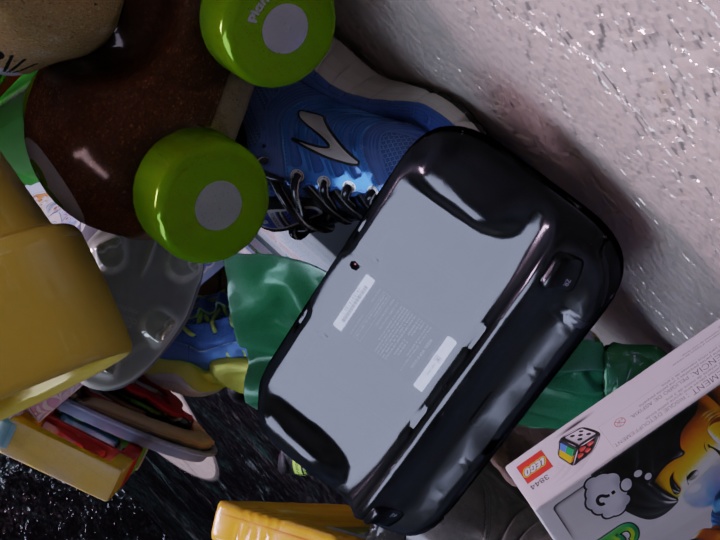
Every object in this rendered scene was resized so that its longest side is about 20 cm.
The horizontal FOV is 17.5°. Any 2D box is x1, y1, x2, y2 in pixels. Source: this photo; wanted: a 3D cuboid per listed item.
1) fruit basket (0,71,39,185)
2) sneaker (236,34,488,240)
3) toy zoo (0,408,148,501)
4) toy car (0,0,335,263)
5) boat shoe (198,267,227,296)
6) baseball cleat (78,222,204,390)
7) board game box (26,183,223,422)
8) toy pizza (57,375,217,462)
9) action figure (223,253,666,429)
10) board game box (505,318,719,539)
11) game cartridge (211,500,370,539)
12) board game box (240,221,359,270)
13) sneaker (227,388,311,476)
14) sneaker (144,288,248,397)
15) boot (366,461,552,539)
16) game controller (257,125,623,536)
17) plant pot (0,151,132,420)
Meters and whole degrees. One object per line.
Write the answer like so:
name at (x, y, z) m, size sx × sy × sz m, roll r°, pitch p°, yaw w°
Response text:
fruit basket at (-0.212, -0.156, 1.160) m, size 0.216 × 0.155 × 0.216 m, roll 52°, pitch -162°, yaw -24°
sneaker at (-0.003, -0.040, 1.045) m, size 0.200 × 0.089 × 0.079 m, roll 32°, pitch 161°, yaw 38°
toy zoo at (-0.187, 0.084, 1.301) m, size 0.131 × 0.021 × 0.200 m, roll 27°, pitch -179°, yaw -1°
toy car at (-0.142, -0.108, 0.996) m, size 0.199 × 0.159 × 0.164 m, roll 16°, pitch -170°, yaw -33°
boat shoe at (-0.097, -0.019, 1.436) m, size 0.199 × 0.067 × 0.074 m, roll 26°, pitch 139°, yaw -1°
baseball cleat at (-0.114, -0.031, 1.230) m, size 0.069 × 0.201 × 0.106 m, roll 22°, pitch 168°, yaw -16°
board game box at (-0.161, -0.027, 1.332) m, size 0.199 × 0.200 × 0.044 m, roll 31°, pitch 156°, yaw 50°
toy pizza at (-0.172, 0.058, 1.415) m, size 0.199 × 0.032 × 0.200 m, roll 27°, pitch -178°, yaw -1°
action figure at (0.043, 0.036, 1.051) m, size 0.199 × 0.055 × 0.118 m, roll 9°, pitch 147°, yaw 15°
board game box at (0.155, 0.113, 0.913) m, size 0.200 × 0.126 × 0.035 m, roll 55°, pitch -179°, yaw -33°
game cartridge at (0.040, 0.171, 1.357) m, size 0.199 × 0.033 × 0.176 m, roll 16°, pitch -178°, yaw 28°
board game box at (0.000, 0.000, 1.211) m, size 0.147 × 0.064 × 0.200 m, roll 42°, pitch 165°, yaw 20°
sneaker at (-0.010, 0.116, 1.532) m, size 0.199 × 0.083 × 0.071 m, roll 40°, pitch 165°, yaw 27°
sneaker at (-0.058, 0.027, 1.375) m, size 0.199 × 0.076 × 0.106 m, roll 18°, pitch 119°, yaw 9°
boot at (0.082, 0.140, 1.323) m, size 0.130 × 0.068 × 0.200 m, roll 16°, pitch -171°, yaw 8°
game controller at (0.028, 0.030, 0.994) m, size 0.104 × 0.042 × 0.200 m, roll 42°, pitch 129°, yaw 10°
plant pot at (-0.229, -0.009, 1.051) m, size 0.190 × 0.200 × 0.201 m, roll 66°, pitch 167°, yaw 3°
